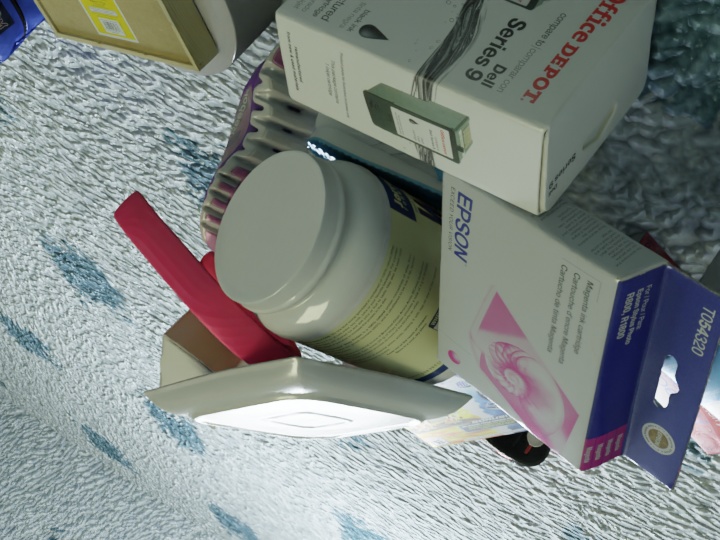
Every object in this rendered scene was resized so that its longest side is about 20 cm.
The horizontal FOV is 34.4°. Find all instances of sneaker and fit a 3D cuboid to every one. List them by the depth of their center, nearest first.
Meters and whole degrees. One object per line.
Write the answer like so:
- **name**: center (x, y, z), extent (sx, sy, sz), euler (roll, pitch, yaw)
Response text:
- **sneaker**: center (0.061, -0.096, 0.938), extent (0.200, 0.081, 0.077), euler (23, 171, -15)
- **sneaker**: center (-0.085, -0.107, 1.018), extent (0.080, 0.200, 0.088), euler (22, -179, -25)
- **sneaker**: center (0.127, 0.138, 1.283), extent (0.200, 0.074, 0.087), euler (39, 170, 9)

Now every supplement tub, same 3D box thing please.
- **supplement tub**: center (0.000, 0.000, 0.920), extent (0.200, 0.145, 0.145), euler (26, 169, -40)

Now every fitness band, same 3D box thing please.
- **fitness band**: center (-0.127, 0.013, 0.959), extent (0.200, 0.037, 0.144), euler (45, -179, 23)

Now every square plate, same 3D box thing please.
- **square plate**: center (-0.045, 0.112, 0.964), extent (0.198, 0.028, 0.200), euler (16, 157, -42)

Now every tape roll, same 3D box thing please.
- **tape roll**: center (-0.164, -0.262, 0.979), extent (0.200, 0.066, 0.200), euler (31, 155, 16)

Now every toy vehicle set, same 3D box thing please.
- **toy vehicle set**: center (-0.220, -0.240, 0.983), extent (0.200, 0.027, 0.124), euler (20, 149, 36)

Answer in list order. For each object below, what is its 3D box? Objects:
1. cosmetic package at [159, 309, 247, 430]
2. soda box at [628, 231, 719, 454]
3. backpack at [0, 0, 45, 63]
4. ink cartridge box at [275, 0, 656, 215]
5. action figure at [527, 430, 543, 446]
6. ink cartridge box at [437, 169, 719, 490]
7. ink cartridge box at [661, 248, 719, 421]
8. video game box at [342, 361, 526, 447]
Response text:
- **cosmetic package**: center (-0.097, 0.043, 1.094), extent (0.071, 0.200, 0.105), euler (35, 147, 13)
- **soda box**: center (0.259, 0.063, 0.948), extent (0.200, 0.063, 0.070), euler (46, 155, -13)
- **backpack**: center (-0.404, -0.269, 1.141), extent (0.168, 0.200, 0.163), euler (14, 145, 43)
- **ink cartridge box**: center (0.070, -0.145, 0.754), extent (0.200, 0.146, 0.084), euler (27, 151, 23)
- **action figure**: center (0.187, 0.085, 0.961), extent (0.055, 0.200, 0.118), euler (-40, 76, 37)
- **ink cartridge box**: center (0.134, 0.043, 0.779), extent (0.200, 0.043, 0.196), euler (37, 147, 33)
- **ink cartridge box**: center (0.316, 0.064, 0.768), extent (0.200, 0.145, 0.085), euler (40, 156, -2)
- **video game box**: center (0.113, 0.104, 1.089), extent (0.200, 0.047, 0.182), euler (-16, 144, 28)
